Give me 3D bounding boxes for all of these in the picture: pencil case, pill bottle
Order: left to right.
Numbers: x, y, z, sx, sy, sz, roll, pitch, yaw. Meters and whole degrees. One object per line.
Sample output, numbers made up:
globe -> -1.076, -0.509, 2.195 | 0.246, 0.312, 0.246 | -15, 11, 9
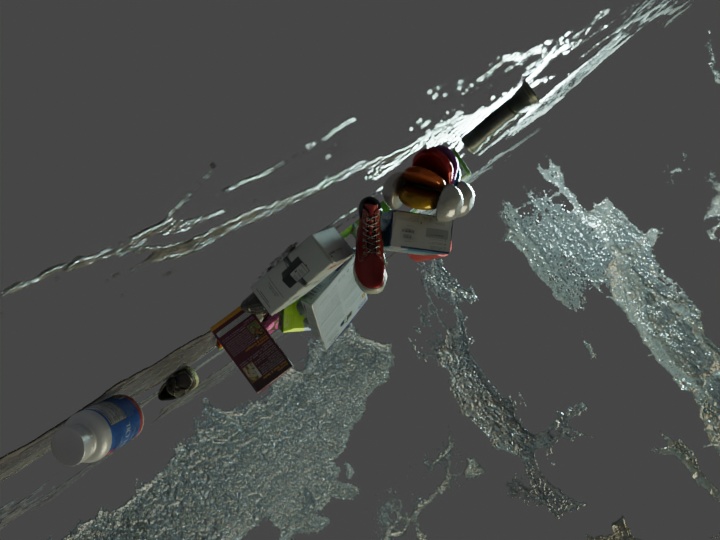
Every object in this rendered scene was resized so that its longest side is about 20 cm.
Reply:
pill bottle -> -0.571, 0.349, 1.445 | 0.112, 0.112, 0.200 | -38, 176, 16
pencil case -> -0.260, 0.141, 2.003 | 0.200, 0.091, 0.094 | -40, 169, 9

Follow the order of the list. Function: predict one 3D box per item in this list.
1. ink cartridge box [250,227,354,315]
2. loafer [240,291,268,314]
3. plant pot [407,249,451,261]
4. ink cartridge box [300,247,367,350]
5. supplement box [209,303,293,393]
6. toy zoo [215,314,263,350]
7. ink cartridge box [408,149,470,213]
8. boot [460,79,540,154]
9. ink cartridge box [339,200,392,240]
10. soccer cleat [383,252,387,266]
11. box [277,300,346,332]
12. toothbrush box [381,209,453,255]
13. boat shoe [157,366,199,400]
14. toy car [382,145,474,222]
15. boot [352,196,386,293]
ink cartridge box -> -0.128, -0.001, 1.499 | 0.200, 0.083, 0.147 | -39, 177, 21
loafer -> -0.237, 0.072, 1.619 | 0.072, 0.073, 0.200 | -16, 174, 4
plant pot -> 0.338, -0.139, 3.401 | 0.177, 0.201, 0.200 | -26, -175, 46
ink cartridge box -> -0.062, 0.073, 1.694 | 0.197, 0.043, 0.200 | -50, 150, -29
supplement box -> -0.269, 0.193, 1.651 | 0.110, 0.200, 0.086 | -37, 177, -11
toy zoo -> -0.333, 0.167, 1.826 | 0.131, 0.021, 0.200 | -30, 175, -19
ink cartridge box -> 0.176, -0.214, 1.716 | 0.200, 0.076, 0.148 | -33, 177, 2
boot -> 0.329, -0.362, 1.589 | 0.199, 0.073, 0.182 | -31, 176, 14
ink cartridge box -> 0.000, -0.083, 1.750 | 0.200, 0.076, 0.148 | -38, 176, -7
soccer cleat -> 0.000, -0.001, 1.824 | 0.083, 0.065, 0.200 | -1, 157, -27
box -> -0.116, 0.096, 1.760 | 0.199, 0.123, 0.048 | -3, -165, -25
toothbrush box -> 0.113, -0.086, 1.560 | 0.146, 0.086, 0.200 | 7, 180, -14
boat shoe -> -0.536, 0.342, 1.950 | 0.065, 0.073, 0.200 | -40, 179, -44
toy car -> 0.157, -0.197, 1.451 | 0.200, 0.174, 0.151 | -23, 127, -62
boot -> 0.021, -0.061, 1.444 | 0.072, 0.201, 0.145 | -1, 139, -6
